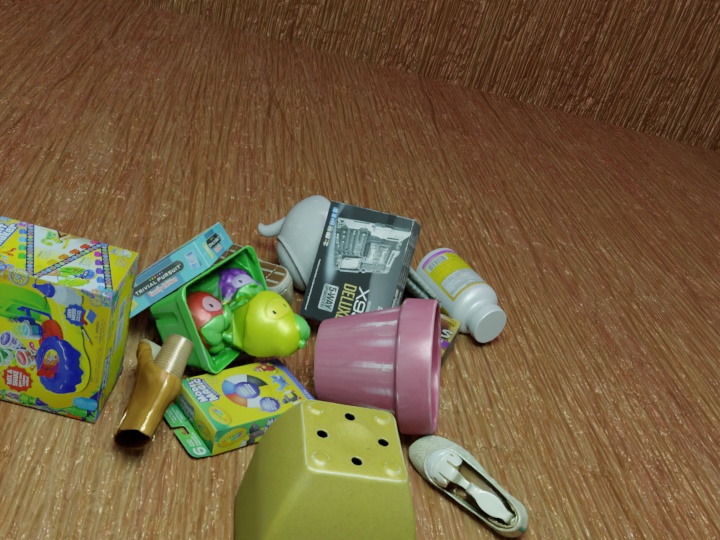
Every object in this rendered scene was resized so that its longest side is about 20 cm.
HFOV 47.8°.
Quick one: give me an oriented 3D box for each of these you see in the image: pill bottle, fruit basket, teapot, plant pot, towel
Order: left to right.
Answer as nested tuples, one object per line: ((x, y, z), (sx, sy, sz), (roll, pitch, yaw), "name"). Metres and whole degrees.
((-0.178, 0.061, 1.215), (0.212, 0.158, 0.216), (-18, 14, 4), "fruit basket")
((-0.089, -0.027, 1.494), (0.145, 0.200, 0.200), (-32, 8, -11), "teapot")
((-0.033, 0.267, 0.931), (0.190, 0.203, 0.197), (10, 29, -13), "plant pot")
((0.028, 0.142, 1.220), (0.175, 0.204, 0.201), (1, 26, 9), "plant pot")
((0.053, -0.013, 1.506), (0.200, 0.035, 0.192), (43, -5, -16), "towel")
((0.194, 0.049, 1.563), (0.103, 0.106, 0.200), (-2, 34, -32), "pill bottle")

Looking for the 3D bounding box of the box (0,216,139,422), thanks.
((-0.412, 0.065, 1.074), (0.189, 0.203, 0.123), (14, 28, -4), "box")

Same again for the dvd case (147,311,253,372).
((-0.225, 0.096, 1.327), (0.198, 0.016, 0.148), (-11, 39, -42), "dvd case")

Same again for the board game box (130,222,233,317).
((-0.291, -0.005, 1.283), (0.047, 0.149, 0.200), (57, 7, -9), "board game box")

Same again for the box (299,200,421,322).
((0.000, 0.000, 1.358), (0.155, 0.204, 0.050), (15, -5, 22), "box")

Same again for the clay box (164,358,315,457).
((-0.172, 0.191, 1.151), (0.198, 0.048, 0.115), (-8, 36, -41), "clay box")

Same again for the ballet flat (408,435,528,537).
((0.147, 0.291, 1.125), (0.198, 0.068, 0.062), (32, -5, 24), "ballet flat")

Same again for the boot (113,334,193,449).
((-0.290, 0.167, 1.087), (0.070, 0.201, 0.146), (32, 64, -17), "boot")

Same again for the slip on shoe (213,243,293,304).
((-0.195, 0.010, 1.462), (0.197, 0.061, 0.076), (17, 57, 35), "slip on shoe")

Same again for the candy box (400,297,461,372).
((0.094, 0.129, 1.414), (0.115, 0.057, 0.200), (23, 27, 12), "candy box")
